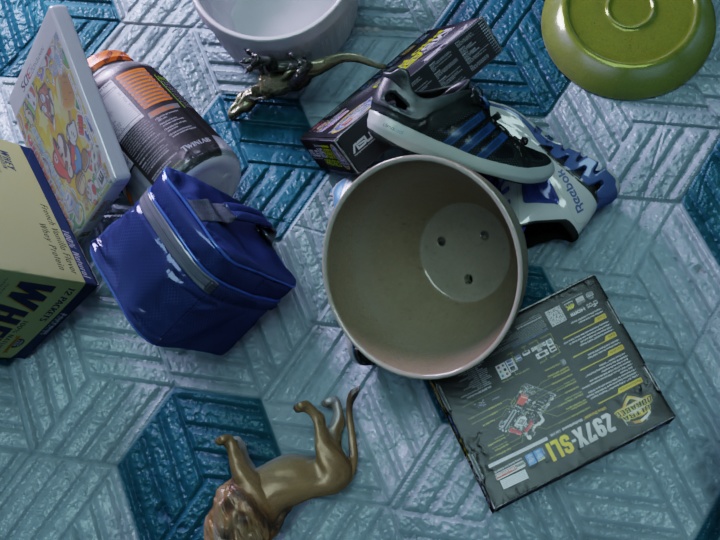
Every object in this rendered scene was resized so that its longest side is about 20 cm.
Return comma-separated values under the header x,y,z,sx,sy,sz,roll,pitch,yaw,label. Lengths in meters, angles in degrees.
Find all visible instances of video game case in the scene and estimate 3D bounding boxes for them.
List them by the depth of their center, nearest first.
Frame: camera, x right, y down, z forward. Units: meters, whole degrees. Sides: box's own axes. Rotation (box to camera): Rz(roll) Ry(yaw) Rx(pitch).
x,y,z,sx,sy,sz,roll,pitch,yaw,label
-0.319,-0.146,1.020,0.023,0.181,0.203,-15,77,-38,video game case

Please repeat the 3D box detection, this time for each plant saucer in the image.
x,y,z,sx,sy,sz,roll,pitch,yaw,label
0.305,-0.290,1.072,0.195,0.031,0.204,-3,70,7,plant saucer

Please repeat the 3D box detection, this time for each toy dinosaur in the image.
x,y,z,sx,sy,sz,roll,pitch,yaw,label
-0.077,-0.218,1.043,0.196,0.088,0.049,-12,81,23,toy dinosaur

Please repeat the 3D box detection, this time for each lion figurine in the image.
x,y,z,sx,sy,sz,roll,pitch,yaw,label
-0.069,0.203,0.923,0.197,0.073,0.124,-24,76,-6,lion figurine

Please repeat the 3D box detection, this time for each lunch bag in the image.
x,y,z,sx,sy,sz,roll,pitch,yaw,label
-0.152,-0.009,0.948,0.132,0.199,0.137,-41,71,11,lunch bag

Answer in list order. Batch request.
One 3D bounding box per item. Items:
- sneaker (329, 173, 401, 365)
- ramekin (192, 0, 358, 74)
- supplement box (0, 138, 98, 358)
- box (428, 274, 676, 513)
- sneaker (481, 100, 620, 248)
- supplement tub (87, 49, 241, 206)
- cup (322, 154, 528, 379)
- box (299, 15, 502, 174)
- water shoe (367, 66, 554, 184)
x,y,z,sx,sy,sz,roll,pitch,yaw,label
0.000,0.000,0.996,0.072,0.071,0.205,-15,72,46,sneaker
-0.093,-0.323,1.098,0.195,0.105,0.204,-3,69,7,ramekin
-0.414,-0.032,0.966,0.134,0.199,0.202,-39,68,17,supplement box
0.181,0.120,0.930,0.197,0.049,0.162,-26,71,-3,box
0.161,-0.090,0.992,0.197,0.081,0.116,30,74,15,sneaker
-0.233,-0.144,1.042,0.122,0.123,0.200,-41,69,-8,supplement tub
0.080,-0.010,0.916,0.196,0.143,0.205,4,98,25,cup
0.038,-0.185,1.004,0.199,0.160,0.045,-41,106,-7,box
0.106,-0.139,0.904,0.196,0.072,0.080,13,103,-16,water shoe
